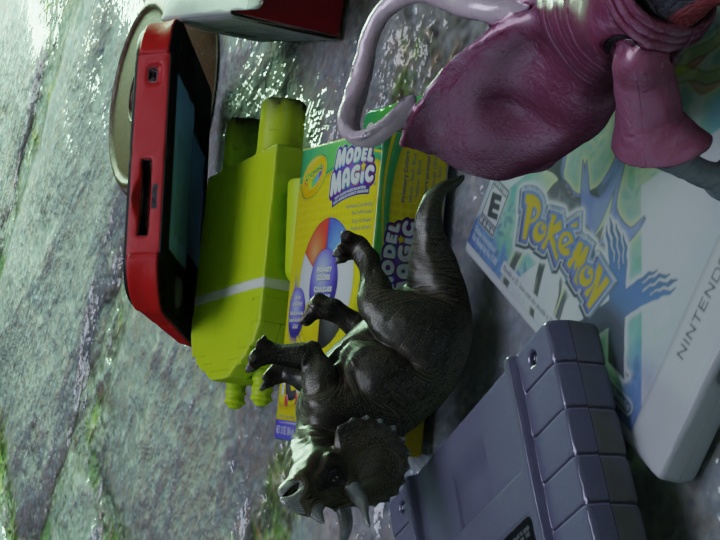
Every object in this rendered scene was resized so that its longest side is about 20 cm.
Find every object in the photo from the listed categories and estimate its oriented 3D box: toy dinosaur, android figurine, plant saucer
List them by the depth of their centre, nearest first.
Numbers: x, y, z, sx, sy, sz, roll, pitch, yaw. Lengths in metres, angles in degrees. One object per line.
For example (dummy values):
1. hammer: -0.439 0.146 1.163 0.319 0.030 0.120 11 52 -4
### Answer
1. toy dinosaur: 0.010 0.045 0.759 0.200 0.102 0.077 -52 -16 -24
2. android figurine: -0.070 -0.009 1.006 0.182 0.041 0.202 -19 66 61
3. plant saucer: -0.171 -0.144 1.257 0.200 0.034 0.202 -30 56 59

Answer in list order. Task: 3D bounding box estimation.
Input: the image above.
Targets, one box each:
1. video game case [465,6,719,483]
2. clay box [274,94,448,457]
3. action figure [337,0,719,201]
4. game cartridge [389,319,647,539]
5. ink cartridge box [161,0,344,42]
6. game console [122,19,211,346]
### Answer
1. video game case: 0.121 -0.041 0.652 0.200 0.022 0.183 55 131 55
2. clay box: 0.000 0.000 0.854 0.115 0.047 0.202 174 102 -65
3. action figure: 0.091 -0.104 0.560 0.200 0.148 0.135 159 122 -75
4. game cartridge: 0.064 0.126 0.683 0.200 0.038 0.131 122 150 -53
5. ink cartridge box: -0.050 -0.256 0.988 0.175 0.083 0.202 16 97 62
6. game console: -0.127 -0.058 1.054 0.177 0.031 0.202 61 -150 -76
